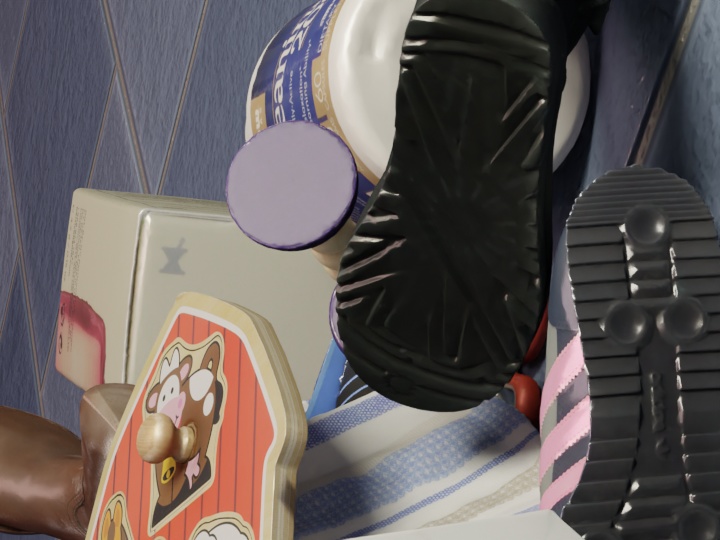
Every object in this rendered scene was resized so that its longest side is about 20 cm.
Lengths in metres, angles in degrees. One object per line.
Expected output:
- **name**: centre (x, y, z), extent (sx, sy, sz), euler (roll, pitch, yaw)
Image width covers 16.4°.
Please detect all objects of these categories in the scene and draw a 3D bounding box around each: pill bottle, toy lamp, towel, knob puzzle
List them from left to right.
- **knob puzzle**: centre (-0.079, 0.096, 0.977), extent (0.220, 0.030, 0.220), euler (-43, 39, 49)
- **toy lamp**: centre (0.000, 0.000, 1.016), extent (0.200, 0.058, 0.058), euler (50, -141, -68)
- **towel**: centre (0.012, 0.091, 0.961), extent (0.200, 0.147, 0.024), euler (31, 142, 65)
- **pill bottle**: centre (0.014, -0.072, 1.083), extent (0.200, 0.111, 0.111), euler (164, 112, -72)

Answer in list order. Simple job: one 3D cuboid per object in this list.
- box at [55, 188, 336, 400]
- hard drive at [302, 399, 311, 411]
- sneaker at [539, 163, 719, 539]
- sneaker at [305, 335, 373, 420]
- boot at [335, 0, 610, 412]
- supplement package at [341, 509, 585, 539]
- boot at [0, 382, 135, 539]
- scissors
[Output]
- **box**: centre (-0.082, 0.020, 1.333), extent (0.200, 0.128, 0.109), euler (-162, 78, -73)
- **hard drive**: centre (-0.040, 0.152, 1.250), extent (0.132, 0.025, 0.200), euler (71, 158, 11)
- **sneaker**: centre (0.095, 0.070, 0.862), extent (0.082, 0.070, 0.201), euler (95, -179, -77)
- **sneaker**: centre (0.011, 0.078, 1.124), extent (0.070, 0.078, 0.200), euler (108, -178, -50)
- **boot**: centre (0.058, -0.066, 0.936), extent (0.168, 0.076, 0.200), euler (-60, -17, -49)
- **supplement package**: centre (0.043, 0.173, 0.710), extent (0.200, 0.155, 0.111), euler (40, 124, 45)
- **boot**: centre (-0.135, 0.087, 1.195), extent (0.200, 0.186, 0.064), euler (112, -179, -70)
- **scissors**: centre (0.044, 0.025, 1.109), extent (0.200, 0.014, 0.073), euler (-150, 65, -70)
